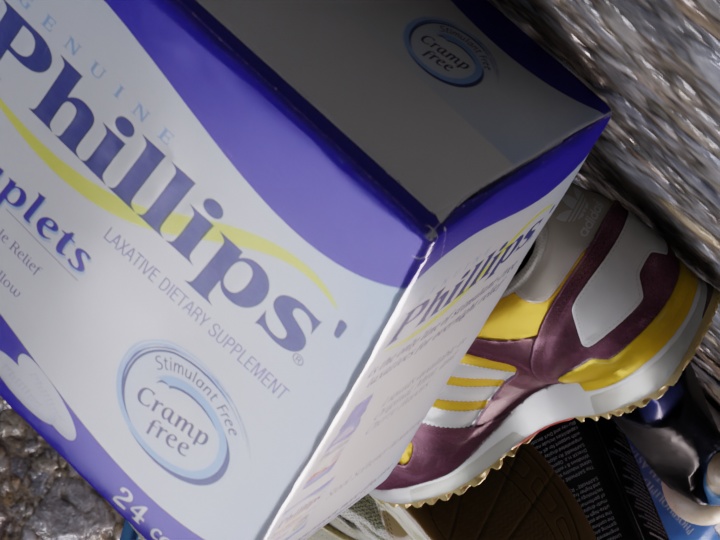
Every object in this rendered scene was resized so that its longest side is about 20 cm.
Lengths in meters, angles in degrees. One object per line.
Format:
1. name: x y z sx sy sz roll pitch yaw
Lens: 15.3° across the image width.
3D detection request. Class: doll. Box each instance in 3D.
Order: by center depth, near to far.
1. doll: 0.119 0.046 1.158 0.200 0.048 0.136 49 -176 -42

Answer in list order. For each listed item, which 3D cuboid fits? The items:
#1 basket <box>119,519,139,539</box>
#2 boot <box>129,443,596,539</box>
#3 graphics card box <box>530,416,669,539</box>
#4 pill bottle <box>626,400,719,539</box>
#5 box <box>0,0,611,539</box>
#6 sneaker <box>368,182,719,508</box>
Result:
1. basket: -0.035 0.108 1.353 0.176 0.200 0.139 8 -174 -26
2. boot: -0.007 0.107 1.167 0.200 0.072 0.155 33 142 -5
3. graphics card box: 0.060 0.096 1.215 0.051 0.125 0.200 29 -145 -58
4. pill bottle: 0.091 0.135 1.287 0.112 0.200 0.112 43 177 3
5. box: -0.048 -0.026 0.891 0.184 0.105 0.200 42 134 14
6. sneaker: 0.043 0.022 1.014 0.090 0.075 0.200 43 138 -15
